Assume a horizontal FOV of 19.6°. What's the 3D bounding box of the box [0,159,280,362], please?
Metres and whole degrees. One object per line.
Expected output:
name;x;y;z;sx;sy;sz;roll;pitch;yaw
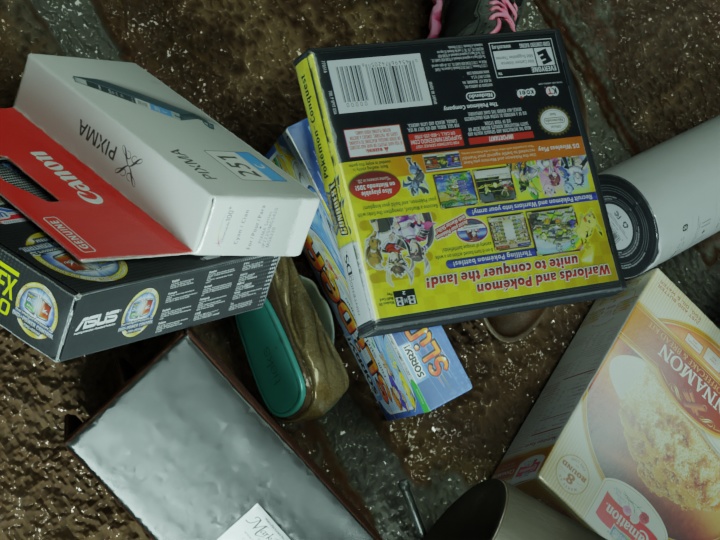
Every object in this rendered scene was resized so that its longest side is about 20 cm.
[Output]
box;-0.167;-0.018;1.244;0.159;0.045;0.199;30;23;26

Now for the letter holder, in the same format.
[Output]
letter holder;-0.086;0.131;1.316;0.100;0.142;0.200;-42;103;-1

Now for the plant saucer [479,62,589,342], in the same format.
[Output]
plant saucer;0.108;-0.052;1.465;0.200;0.036;0.202;-37;132;-55

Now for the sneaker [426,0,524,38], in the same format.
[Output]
sneaker;0.088;-0.166;1.500;0.079;0.095;0.201;42;58;-28

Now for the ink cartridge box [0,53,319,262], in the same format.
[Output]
ink cartridge box;-0.151;-0.071;1.267;0.175;0.045;0.200;-2;30;-47

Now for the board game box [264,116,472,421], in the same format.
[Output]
board game box;0.000;0.000;1.376;0.034;0.135;0.201;-27;88;-13

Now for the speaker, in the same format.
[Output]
speaker;0.249;-0.063;1.563;0.199;0.081;0.082;-26;88;-41

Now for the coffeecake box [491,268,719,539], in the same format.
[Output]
coffeecake box;0.202;0.127;1.493;0.153;0.073;0.201;43;58;-14

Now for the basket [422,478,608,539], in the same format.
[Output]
basket;0.131;0.240;1.361;0.199;0.180;0.136;38;25;-13

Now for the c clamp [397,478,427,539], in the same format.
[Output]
c clamp;0.001;0.261;1.360;0.199;0.027;0.172;-34;100;-38

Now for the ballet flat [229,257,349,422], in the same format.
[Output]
ballet flat;-0.060;0.005;1.381;0.072;0.068;0.201;-9;68;-51

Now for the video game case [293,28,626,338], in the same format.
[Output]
video game case;0.066;-0.060;1.335;0.198;0.025;0.183;-8;79;-31
